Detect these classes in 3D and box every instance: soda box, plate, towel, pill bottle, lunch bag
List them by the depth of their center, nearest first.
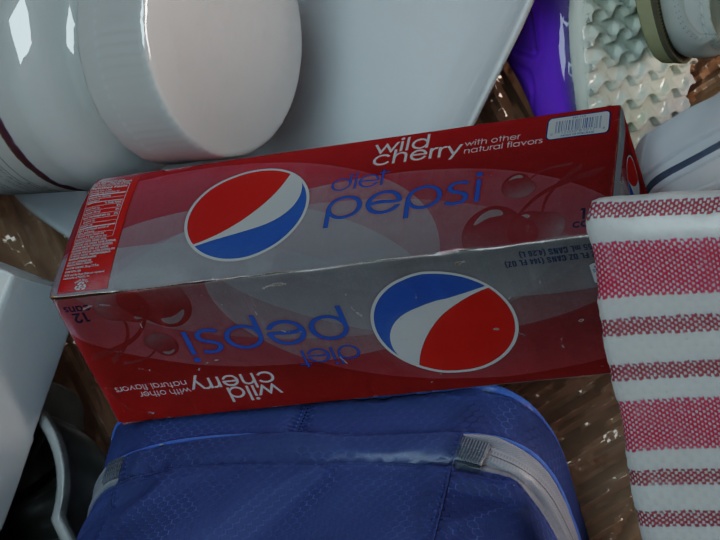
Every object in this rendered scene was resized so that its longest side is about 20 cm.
[{"bbox_3d":[0.154,0.063,0.697,0.146,0.030,0.201,-1,115,27],"label":"towel"},{"bbox_3d":[0.000,0.000,0.780,0.199,0.070,0.064,-6,45,18],"label":"soda box"},{"bbox_3d":[-0.004,0.117,0.804,0.199,0.136,0.133,-5,42,17],"label":"lunch bag"},{"bbox_3d":[-0.127,-0.083,0.852,0.199,0.109,0.110,-2,84,36],"label":"pill bottle"},{"bbox_3d":[-0.034,-0.073,0.872,0.200,0.032,0.200,33,111,30],"label":"plate"}]

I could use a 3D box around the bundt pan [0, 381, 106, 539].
[{"bbox_3d":[-0.175,0.113,0.896,0.201,0.076,0.203,-6,78,28],"label":"bundt pan"}]

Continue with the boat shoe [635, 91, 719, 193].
[{"bbox_3d":[0.137,-0.024,0.751,0.073,0.200,0.067,-7,77,-5],"label":"boat shoe"}]

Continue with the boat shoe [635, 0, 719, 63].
[{"bbox_3d":[0.143,-0.172,0.809,0.068,0.075,0.201,7,86,25],"label":"boat shoe"}]

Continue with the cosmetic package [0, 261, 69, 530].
[{"bbox_3d":[-0.217,0.047,0.860,0.199,0.052,0.151,19,87,30],"label":"cosmetic package"}]

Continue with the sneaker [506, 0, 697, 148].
[{"bbox_3d":[0.062,-0.124,0.859,0.099,0.069,0.201,-6,96,44],"label":"sneaker"}]
